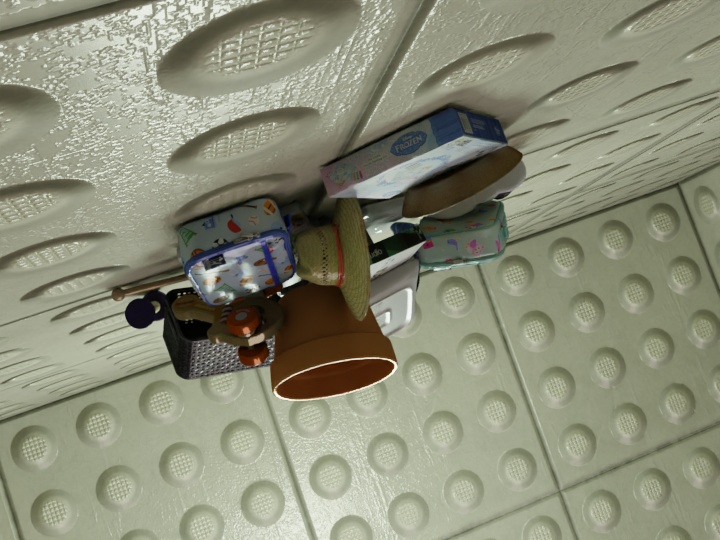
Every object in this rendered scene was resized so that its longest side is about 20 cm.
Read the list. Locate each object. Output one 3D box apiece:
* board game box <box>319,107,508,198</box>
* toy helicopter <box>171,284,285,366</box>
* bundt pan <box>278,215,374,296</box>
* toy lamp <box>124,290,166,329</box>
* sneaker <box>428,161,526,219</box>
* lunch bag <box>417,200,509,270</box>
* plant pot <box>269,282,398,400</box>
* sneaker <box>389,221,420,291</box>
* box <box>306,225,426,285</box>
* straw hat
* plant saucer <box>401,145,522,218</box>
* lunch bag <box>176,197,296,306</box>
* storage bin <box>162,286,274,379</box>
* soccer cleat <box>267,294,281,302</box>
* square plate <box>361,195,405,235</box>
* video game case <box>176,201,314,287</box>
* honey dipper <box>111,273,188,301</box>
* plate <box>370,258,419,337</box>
[{"bbox_3d":[0.076,-0.152,1.214,0.198,0.044,0.200,-23,174,24],"label":"board game box"},{"bbox_3d":[-0.202,0.061,1.390,0.198,0.079,0.133,10,-138,29],"label":"toy helicopter"},{"bbox_3d":[-0.071,-0.032,1.562,0.200,0.076,0.202,-18,161,-6],"label":"bundt pan"},{"bbox_3d":[-0.369,0.066,1.599,0.058,0.059,0.200,-19,-177,-4],"label":"toy lamp"},{"bbox_3d":[0.200,-0.142,1.602,0.198,0.076,0.114,-20,177,15],"label":"sneaker"},{"bbox_3d":[0.185,-0.064,1.607,0.159,0.078,0.200,-4,-160,15],"label":"lunch bag"},{"bbox_3d":[-0.052,0.104,1.413,0.198,0.141,0.200,-12,160,-4],"label":"plant pot"},{"bbox_3d":[0.070,0.003,1.716,0.076,0.202,0.076,19,-178,22],"label":"sneaker"},{"bbox_3d":[0.000,0.000,1.506,0.199,0.037,0.144,-25,167,-30],"label":"box"},{"bbox_3d":[-0.052,-0.021,1.291,0.084,0.203,0.201,-5,171,-14],"label":"straw hat"},{"bbox_3d":[0.143,-0.142,1.344,0.199,0.036,0.200,-27,-165,7],"label":"plant saucer"},{"bbox_3d":[-0.166,-0.024,1.274,0.159,0.076,0.200,-17,161,-5],"label":"lunch bag"},{"bbox_3d":[-0.236,0.100,1.590,0.198,0.136,0.094,-8,132,-25],"label":"storage bin"},{"bbox_3d":[-0.181,0.052,1.552,0.065,0.084,0.200,-48,-136,-10],"label":"soccer cleat"},{"bbox_3d":[0.019,-0.091,1.694,0.199,0.029,0.197,-16,173,-44],"label":"square plate"},{"bbox_3d":[-0.158,-0.019,1.408,0.198,0.023,0.182,-20,149,6],"label":"video game case"},{"bbox_3d":[-0.317,0.019,1.520,0.198,0.038,0.038,-17,174,-18],"label":"honey dipper"},{"bbox_3d":[0.024,0.082,1.609,0.198,0.032,0.201,-27,151,-15],"label":"plate"}]
